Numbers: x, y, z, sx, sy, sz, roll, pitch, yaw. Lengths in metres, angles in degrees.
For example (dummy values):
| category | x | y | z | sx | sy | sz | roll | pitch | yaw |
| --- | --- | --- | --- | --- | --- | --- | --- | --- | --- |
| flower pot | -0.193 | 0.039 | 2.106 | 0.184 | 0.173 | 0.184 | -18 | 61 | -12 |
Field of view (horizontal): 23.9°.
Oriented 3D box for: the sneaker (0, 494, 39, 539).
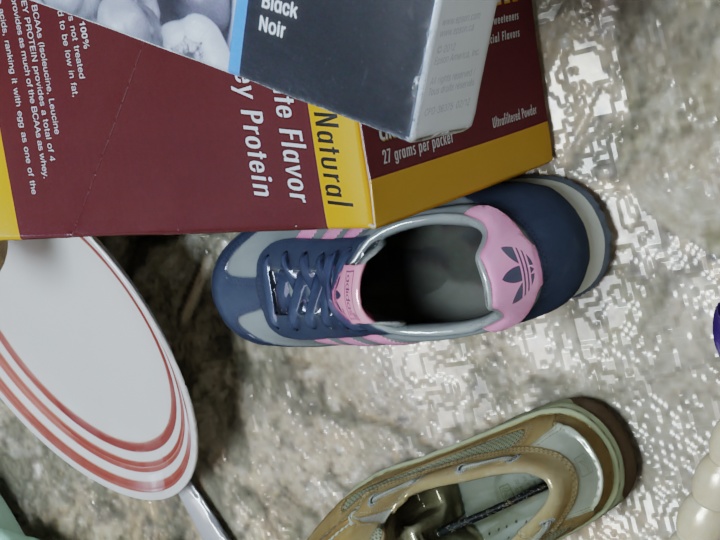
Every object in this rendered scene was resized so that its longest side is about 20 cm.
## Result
| category | x | y | z | sx | sy | sz | roll | pitch | yaw |
| --- | --- | --- | --- | --- | --- | --- | --- | --- | --- |
| sneaker | -0.151 | 0.156 | 0.883 | 0.118 | 0.074 | 0.201 | -39 | 65 | 14 |

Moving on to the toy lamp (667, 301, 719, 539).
| category | x | y | z | sx | sy | sz | roll | pitch | yaw |
| --- | --- | --- | --- | --- | --- | --- | --- | --- | --- |
| toy lamp | 0.130 | 0.109 | 0.669 | 0.058 | 0.058 | 0.201 | 27 | 118 | 26 |

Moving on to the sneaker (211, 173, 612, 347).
| category | x | y | z | sx | sy | sz | roll | pitch | yaw |
| --- | --- | --- | --- | --- | --- | --- | --- | --- | --- |
| sneaker | 0.000 | 0.000 | 0.713 | 0.200 | 0.082 | 0.070 | -12 | 97 | 37 |

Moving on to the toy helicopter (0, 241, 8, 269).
| category | x | y | z | sx | sy | sz | roll | pitch | yaw |
| --- | --- | --- | --- | --- | --- | --- | --- | --- | --- |
| toy helicopter | -0.250 | -0.031 | 0.784 | 0.200 | 0.079 | 0.133 | 23 | 76 | 23 |

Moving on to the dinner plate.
| category | x | y | z | sx | sy | sz | roll | pitch | yaw |
| --- | --- | --- | --- | --- | --- | --- | --- | --- | --- |
| dinner plate | -0.146 | 0.026 | 0.830 | 0.200 | 0.024 | 0.201 | 31 | 141 | 29 |

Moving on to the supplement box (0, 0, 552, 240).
| category | x | y | z | sx | sy | sz | roll | pitch | yaw |
| --- | --- | --- | --- | --- | --- | --- | --- | --- | --- |
| supplement box | -0.052 | -0.122 | 0.682 | 0.199 | 0.133 | 0.198 | -1 | 103 | 36 |

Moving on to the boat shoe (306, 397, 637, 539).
| category | x | y | z | sx | sy | sz | roll | pitch | yaw |
| --- | --- | --- | --- | --- | --- | --- | --- | --- | --- |
| boat shoe | 0.024 | 0.117 | 0.734 | 0.200 | 0.076 | 0.072 | -41 | 79 | 36 |

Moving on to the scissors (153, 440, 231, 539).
| category | x | y | z | sx | sy | sz | roll | pitch | yaw |
| --- | --- | --- | --- | --- | --- | --- | --- | --- | --- |
| scissors | -0.051 | 0.175 | 0.842 | 0.200 | 0.014 | 0.073 | 44 | 126 | 15 |

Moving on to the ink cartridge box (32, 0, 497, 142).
| category | x | y | z | sx | sy | sz | roll | pitch | yaw |
| --- | --- | --- | --- | --- | --- | --- | --- | --- | --- |
| ink cartridge box | -0.036 | -0.166 | 0.550 | 0.198 | 0.043 | 0.201 | 22 | 113 | 27 |
